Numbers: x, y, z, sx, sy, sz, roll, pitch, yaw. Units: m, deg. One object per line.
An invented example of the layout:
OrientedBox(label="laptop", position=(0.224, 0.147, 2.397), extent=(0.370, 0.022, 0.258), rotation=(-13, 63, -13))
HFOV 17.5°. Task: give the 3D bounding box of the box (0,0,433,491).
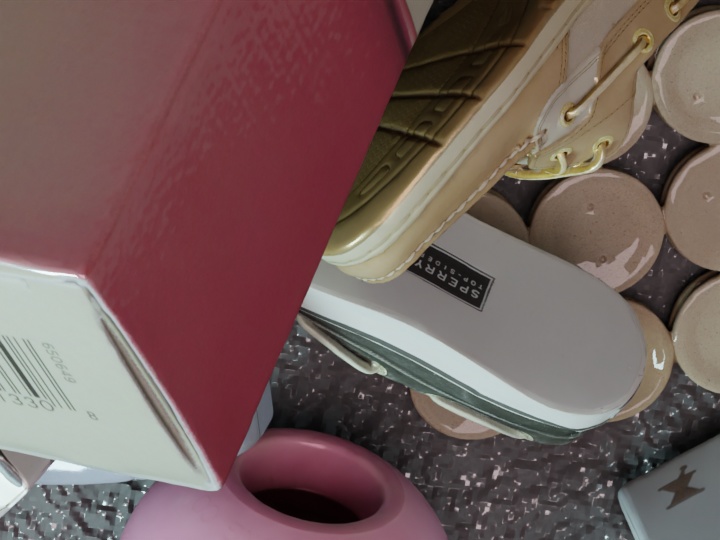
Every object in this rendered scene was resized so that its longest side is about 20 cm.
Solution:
OrientedBox(label="box", position=(-0.072, -0.057, 0.657), extent=(0.128, 0.200, 0.109), rotation=(8, 149, 24))

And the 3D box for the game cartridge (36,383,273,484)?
OrientedBox(label="game cartridge", position=(-0.129, 0.006, 0.781), extent=(0.200, 0.042, 0.133), rotation=(4, 113, 21))

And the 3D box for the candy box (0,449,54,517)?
OrientedBox(label="candy box", position=(-0.207, 0.025, 0.758), extent=(0.200, 0.072, 0.168), rotation=(46, 122, -6))

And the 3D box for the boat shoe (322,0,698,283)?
OrientedBox(label="boat shoe", position=(0.062, -0.064, 0.773), extent=(0.200, 0.074, 0.069), rotation=(-50, 118, -16))

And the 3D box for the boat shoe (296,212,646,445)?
OrientedBox(label="boat shoe", position=(0.000, 0.000, 0.803), extent=(0.200, 0.064, 0.071), rotation=(33, 62, -3))

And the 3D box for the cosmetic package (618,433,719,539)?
OrientedBox(label="cosmetic package", position=(0.221, 0.150, 0.839), extent=(0.167, 0.166, 0.200), rotation=(-29, 114, 6))

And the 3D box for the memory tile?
OrientedBox(label="memory tile", position=(0.109, -0.020, 0.852), extent=(0.200, 0.017, 0.153), rotation=(-10, 111, -3))

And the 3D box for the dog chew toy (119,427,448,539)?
OrientedBox(label="dog chew toy", position=(-0.037, 0.159, 0.852), extent=(0.124, 0.125, 0.200), rotation=(8, 117, -9))
